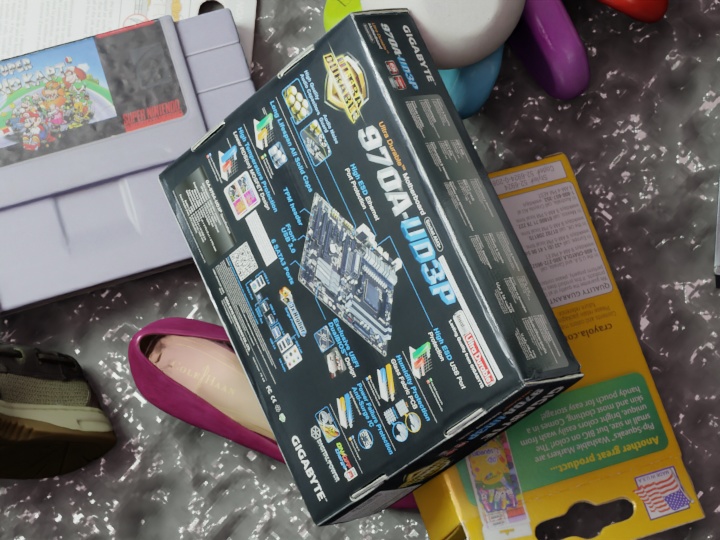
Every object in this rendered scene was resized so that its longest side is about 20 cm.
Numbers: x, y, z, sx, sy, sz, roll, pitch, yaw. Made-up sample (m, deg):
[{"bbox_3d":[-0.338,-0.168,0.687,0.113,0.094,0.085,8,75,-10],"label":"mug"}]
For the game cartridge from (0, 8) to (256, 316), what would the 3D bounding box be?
[{"bbox_3d":[-0.146,-0.054,1.449,0.200,0.038,0.130,-16,87,-10],"label":"game cartridge"}]

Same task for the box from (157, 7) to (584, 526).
[{"bbox_3d":[0.000,0.000,1.330,0.159,0.046,0.200,-38,71,39],"label":"box"}]

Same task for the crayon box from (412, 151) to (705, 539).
[{"bbox_3d":[0.075,0.053,1.391,0.126,0.052,0.200,-15,75,-20],"label":"crayon box"}]

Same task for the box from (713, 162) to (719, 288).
[{"bbox_3d":[0.265,-0.086,1.415,0.160,0.044,0.200,4,80,9],"label":"box"}]

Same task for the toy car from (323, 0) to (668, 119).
[{"bbox_3d":[0.080,-0.158,1.416,0.200,0.175,0.150,-40,112,-1],"label":"toy car"}]

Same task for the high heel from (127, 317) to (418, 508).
[{"bbox_3d":[-0.021,0.074,1.401,0.200,0.096,0.067,12,81,11],"label":"high heel"}]

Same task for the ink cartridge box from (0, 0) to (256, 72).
[{"bbox_3d":[-0.161,-0.118,1.497,0.200,0.057,0.163,7,79,-11],"label":"ink cartridge box"}]

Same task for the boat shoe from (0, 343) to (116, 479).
[{"bbox_3d":[-0.204,0.062,1.391,0.073,0.200,0.065,-33,64,22],"label":"boat shoe"}]
